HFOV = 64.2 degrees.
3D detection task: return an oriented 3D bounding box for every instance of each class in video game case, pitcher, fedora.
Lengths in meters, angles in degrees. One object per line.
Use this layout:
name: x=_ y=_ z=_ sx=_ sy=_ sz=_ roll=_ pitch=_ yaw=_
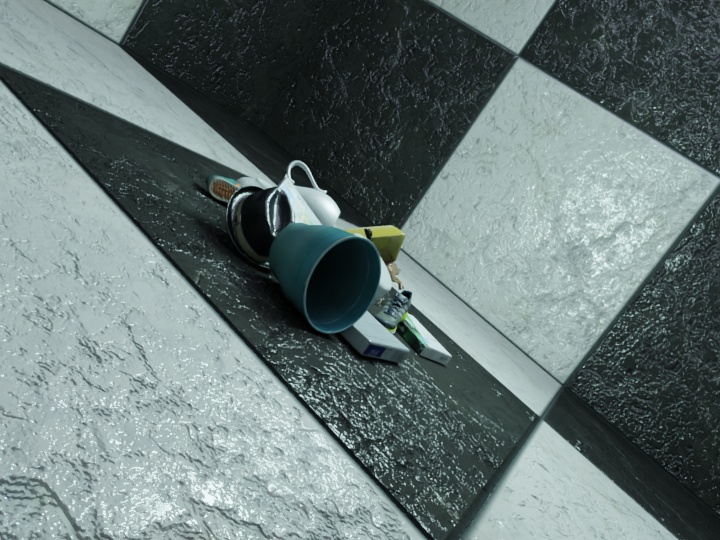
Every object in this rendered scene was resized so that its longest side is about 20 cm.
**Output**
video game case: x=-0.168 y=-0.107 z=1.407 sx=0.184 sy=0.022 sz=0.202 roll=53 pitch=34 yaw=-20
pitcher: x=-0.148 y=-0.202 z=1.630 sx=0.197 sy=0.175 sz=0.121 roll=30 pitch=-16 yaw=-6
fedora: x=-0.198 y=-0.110 z=1.256 sx=0.198 sy=0.091 sz=0.206 roll=26 pitch=51 yaw=-36

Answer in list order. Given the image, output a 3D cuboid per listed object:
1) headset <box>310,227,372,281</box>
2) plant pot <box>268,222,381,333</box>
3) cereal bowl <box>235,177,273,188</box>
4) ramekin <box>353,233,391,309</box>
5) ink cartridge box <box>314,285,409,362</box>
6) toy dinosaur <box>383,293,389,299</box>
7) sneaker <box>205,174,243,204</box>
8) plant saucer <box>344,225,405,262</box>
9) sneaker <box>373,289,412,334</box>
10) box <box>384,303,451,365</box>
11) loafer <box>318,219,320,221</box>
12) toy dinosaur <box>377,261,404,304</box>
headset: x=-0.062 y=-0.036 z=1.325 sx=0.125 sy=0.195 sz=0.096 roll=-118 pitch=-164 yaw=-44
plant pot: x=-0.088 y=-0.006 z=1.180 sx=0.186 sy=0.204 sz=0.198 roll=31 pitch=3 yaw=42
cereal bowl: x=-0.293 y=-0.215 z=1.718 sx=0.198 sy=0.084 sz=0.200 roll=35 pitch=9 yaw=-7
ramekin: x=0.000 y=0.000 z=1.548 sx=0.201 sy=0.097 sz=0.202 roll=49 pitch=19 yaw=-22
ink cartridge box: x=-0.004 y=0.125 z=1.298 sx=0.199 sy=0.041 sz=0.198 roll=43 pitch=10 yaw=32
toy dinosaur: x=0.014 y=0.007 z=1.825 sx=0.199 sy=0.078 sz=0.101 roll=35 pitch=-5 yaw=-39
sneaker: x=-0.329 y=-0.201 z=1.549 sx=0.198 sy=0.072 sz=0.080 roll=33 pitch=9 yaw=-37
plant saucer: x=0.021 y=-0.076 z=1.698 sx=0.201 sy=0.194 sz=0.050 roll=104 pitch=-20 yaw=-66
sneaker: x=0.089 y=0.104 z=1.543 sx=0.073 sy=0.083 sz=0.200 roll=28 pitch=23 yaw=9
box: x=0.159 y=0.182 z=1.647 sx=0.143 sy=0.037 sz=0.200 roll=27 pitch=13 yaw=-46
loafer: x=-0.162 y=-0.093 z=1.488 sx=0.197 sy=0.074 sz=0.071 roll=-19 pitch=55 yaw=-45
toy dinosaur: x=0.060 y=0.011 z=1.758 sx=0.085 sy=0.197 sz=0.139 roll=6 pitch=-62 yaw=57
